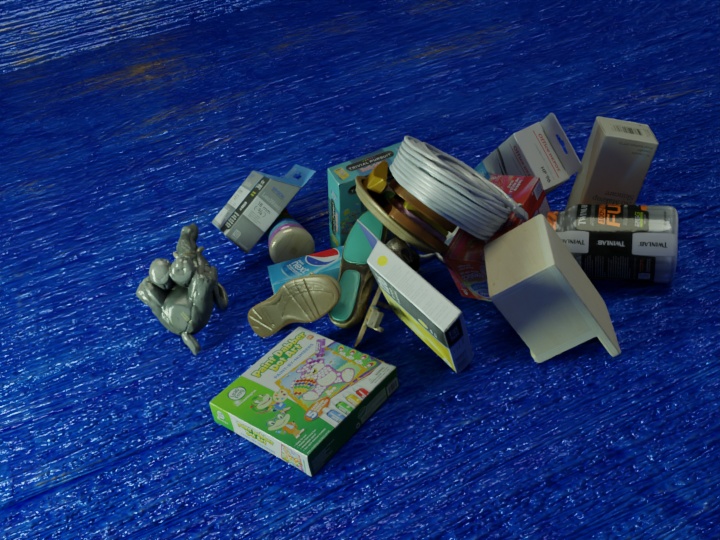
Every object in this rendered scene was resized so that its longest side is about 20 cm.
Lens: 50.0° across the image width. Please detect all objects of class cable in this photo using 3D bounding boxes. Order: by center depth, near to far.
[{"bbox_3d":[0.137,-0.128,1.178,0.199,0.070,0.200,19,22,-40],"label":"cable"}]

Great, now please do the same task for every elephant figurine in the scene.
[{"bbox_3d":[-0.289,0.024,1.331,0.141,0.156,0.200,28,8,-4],"label":"elephant figurine"}]

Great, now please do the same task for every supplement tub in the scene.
[{"bbox_3d":[0.401,-0.045,1.241,0.198,0.123,0.123,2,36,18],"label":"supplement tub"}]

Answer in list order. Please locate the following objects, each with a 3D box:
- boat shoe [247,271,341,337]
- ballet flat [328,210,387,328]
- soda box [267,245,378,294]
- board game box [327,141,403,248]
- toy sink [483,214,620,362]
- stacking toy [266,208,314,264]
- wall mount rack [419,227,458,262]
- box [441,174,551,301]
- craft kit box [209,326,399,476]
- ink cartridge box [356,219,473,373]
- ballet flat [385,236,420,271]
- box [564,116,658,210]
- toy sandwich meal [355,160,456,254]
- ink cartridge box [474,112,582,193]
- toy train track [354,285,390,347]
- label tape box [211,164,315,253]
[{"bbox_3d":[-0.099,0.047,1.228,0.199,0.074,0.063,-21,7,39],"label":"boat shoe"},{"bbox_3d":[0.000,0.000,1.260,0.070,0.071,0.202,11,77,29],"label":"ballet flat"},{"bbox_3d":[-0.055,0.009,1.331,0.198,0.068,0.064,-16,34,-8],"label":"soda box"},{"bbox_3d":[0.019,-0.121,1.381,0.150,0.201,0.047,-22,54,-18],"label":"board game box"},{"bbox_3d":[0.276,0.045,1.132,0.112,0.200,0.131,-30,29,24],"label":"toy sink"},{"bbox_3d":[-0.148,-0.079,1.480,0.085,0.086,0.200,-16,30,-9],"label":"stacking toy"},{"bbox_3d":[0.186,-0.066,1.382,0.199,0.075,0.175,-26,74,-21],"label":"wall mount rack"},{"bbox_3d":[0.230,-0.055,1.274,0.095,0.100,0.201,8,53,39],"label":"box"},{"bbox_3d":[-0.080,0.179,1.114,0.196,0.049,0.200,16,41,37],"label":"craft kit box"},{"bbox_3d":[0.070,0.041,1.088,0.047,0.198,0.200,-46,65,-7],"label":"ink cartridge box"},{"bbox_3d":[0.071,-0.009,1.260,0.067,0.200,0.046,-43,75,-1],"label":"ballet flat"},{"bbox_3d":[0.418,-0.147,1.304,0.094,0.201,0.078,8,34,-1],"label":"box"},{"bbox_3d":[0.076,-0.104,1.233,0.070,0.204,0.206,-49,32,15],"label":"toy sandwich meal"},{"bbox_3d":[0.296,-0.183,1.385,0.067,0.117,0.200,-25,-7,-23],"label":"ink cartridge box"},{"bbox_3d":[0.026,0.071,1.166,0.032,0.116,0.200,22,-1,0],"label":"toy train track"},{"bbox_3d":[-0.189,-0.140,1.478,0.200,0.063,0.144,-51,25,-3],"label":"label tape box"}]
